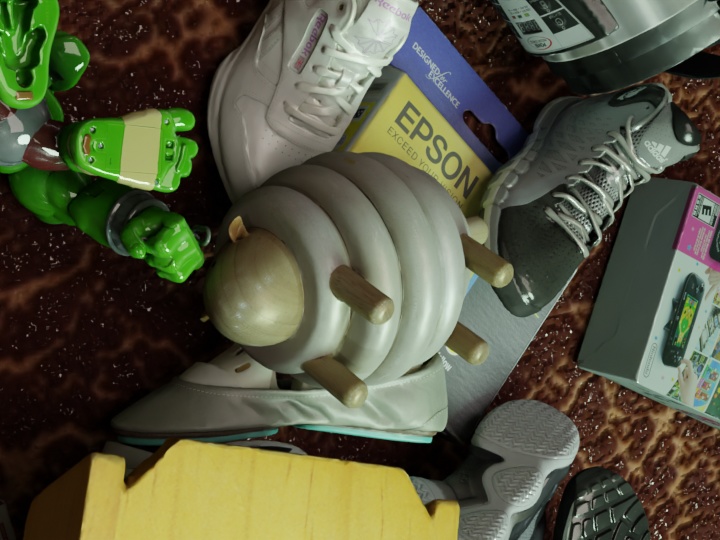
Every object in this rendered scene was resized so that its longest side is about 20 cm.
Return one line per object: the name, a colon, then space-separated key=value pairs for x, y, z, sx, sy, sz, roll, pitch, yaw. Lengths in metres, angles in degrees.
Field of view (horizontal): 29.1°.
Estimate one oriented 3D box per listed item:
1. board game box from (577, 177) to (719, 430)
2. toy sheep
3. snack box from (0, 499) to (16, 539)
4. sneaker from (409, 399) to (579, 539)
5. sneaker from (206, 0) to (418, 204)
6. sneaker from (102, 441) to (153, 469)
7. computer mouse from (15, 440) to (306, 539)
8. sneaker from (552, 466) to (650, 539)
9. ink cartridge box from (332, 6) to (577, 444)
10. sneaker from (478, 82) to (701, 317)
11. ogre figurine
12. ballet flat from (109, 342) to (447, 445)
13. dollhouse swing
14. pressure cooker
board game box: x=0.264 y=0.036 z=1.021 sx=0.200 sy=0.064 sz=0.148 roll=24 pitch=83 yaw=-37
toy sheep: x=0.000 y=0.000 z=0.733 sx=0.200 sy=0.138 sz=0.138 roll=-10 pitch=102 yaw=-45
snack box: x=-0.198 y=0.223 z=0.733 sx=0.072 sy=0.024 sz=0.200 roll=-21 pitch=108 yaw=-31
sneaker: x=0.062 y=0.171 z=0.855 sx=0.200 sy=0.075 sz=0.114 roll=-34 pitch=142 yaw=-38
sneaker: x=-0.024 y=-0.120 z=0.768 sx=0.075 sy=0.100 sz=0.200 roll=18 pitch=87 yaw=-37
sneaker: x=-0.083 y=0.181 z=0.782 sx=0.200 sy=0.074 sz=0.116 roll=36 pitch=72 yaw=-35
computer mouse: x=-0.111 y=0.133 z=0.705 sx=0.200 sy=0.044 sz=0.110 roll=-10 pitch=108 yaw=-16
sneaker: x=0.140 y=0.214 z=0.935 sx=0.076 sy=0.088 sz=0.200 roll=-20 pitch=118 yaw=-28
ink cartridge box: x=0.052 y=-0.026 z=0.870 sx=0.198 sy=0.047 sz=0.200 roll=44 pitch=73 yaw=-31
sneaker: x=0.148 y=-0.059 z=0.851 sx=0.075 sy=0.115 sz=0.200 roll=51 pitch=42 yaw=-24
ogre figurine: x=-0.161 y=-0.081 z=0.660 sx=0.200 sy=0.120 sz=0.098 roll=35 pitch=71 yaw=-35
ballet flat: x=-0.043 y=0.065 z=0.788 sx=0.200 sy=0.067 sz=0.064 roll=2 pitch=91 yaw=-23
dollhouse swing: x=-0.088 y=0.177 z=0.693 sx=0.200 sy=0.176 sz=0.182 roll=12 pitch=80 yaw=-32
pressure cooker: x=0.166 y=-0.201 z=0.832 sx=0.200 sy=0.178 sz=0.176 roll=54 pitch=34 yaw=-18
